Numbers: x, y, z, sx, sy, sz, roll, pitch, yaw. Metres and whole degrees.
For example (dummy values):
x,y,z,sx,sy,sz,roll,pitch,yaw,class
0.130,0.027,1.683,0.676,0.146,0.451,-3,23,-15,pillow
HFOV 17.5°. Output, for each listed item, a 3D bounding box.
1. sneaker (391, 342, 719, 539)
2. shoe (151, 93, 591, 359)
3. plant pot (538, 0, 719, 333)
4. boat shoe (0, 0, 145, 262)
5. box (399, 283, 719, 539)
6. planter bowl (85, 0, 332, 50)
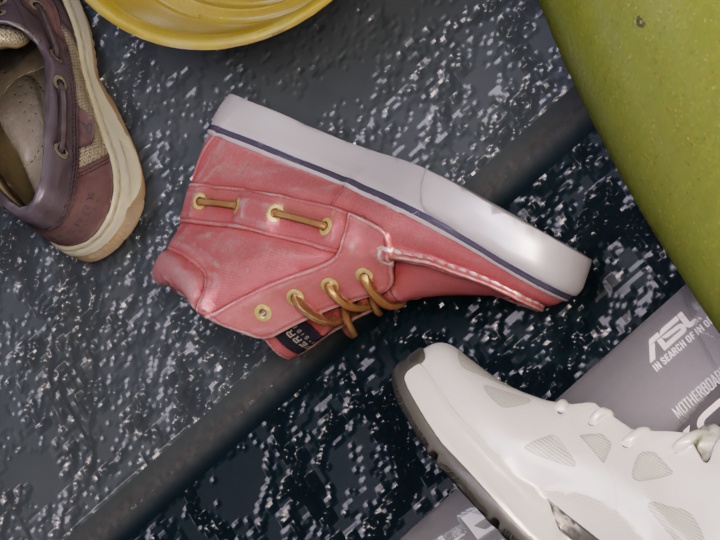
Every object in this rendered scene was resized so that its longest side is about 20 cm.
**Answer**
x,y,z,sx,sy,sz,roll,pitch,yaw,class
0.109,0.070,0.815,0.115,0.076,0.200,-46,65,-1,sneaker
0.000,0.000,0.954,0.199,0.071,0.092,24,88,38,shoe
0.153,-0.073,0.802,0.186,0.187,0.201,-21,58,22,plant pot
-0.162,-0.093,1.073,0.072,0.065,0.201,-37,59,16,boat shoe
0.112,0.118,0.860,0.200,0.050,0.158,-42,59,12,box
-0.041,-0.189,1.016,0.199,0.083,0.202,-3,84,26,planter bowl
